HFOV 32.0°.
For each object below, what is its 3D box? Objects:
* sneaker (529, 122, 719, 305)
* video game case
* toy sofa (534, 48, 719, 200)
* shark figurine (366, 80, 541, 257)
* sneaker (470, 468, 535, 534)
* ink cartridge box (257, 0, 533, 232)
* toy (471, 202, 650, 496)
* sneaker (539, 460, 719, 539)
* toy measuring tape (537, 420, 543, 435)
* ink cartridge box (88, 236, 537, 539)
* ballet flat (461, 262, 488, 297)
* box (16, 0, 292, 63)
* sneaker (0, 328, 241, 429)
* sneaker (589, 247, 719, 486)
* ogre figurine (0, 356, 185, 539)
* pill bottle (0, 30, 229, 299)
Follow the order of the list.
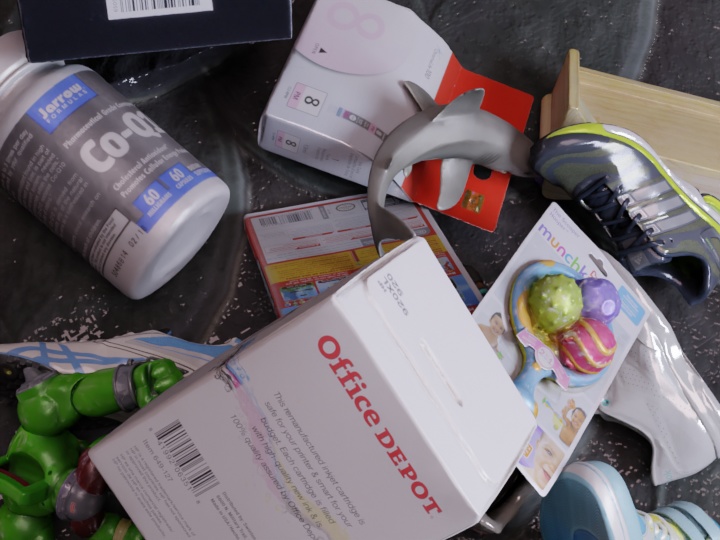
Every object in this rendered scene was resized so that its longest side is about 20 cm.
[{"bbox_3d":[0.215,-0.045,0.981,0.200,0.074,0.081,28,52,-18],"label":"sneaker"},{"bbox_3d":[0.000,0.000,0.933,0.143,0.017,0.200,-10,33,-11],"label":"video game case"},{"bbox_3d":[0.248,-0.102,1.041,0.200,0.098,0.083,13,47,-3],"label":"toy sofa"},{"bbox_3d":[0.058,-0.095,0.930,0.214,0.089,0.128,-33,83,-43],"label":"shark figurine"},{"bbox_3d":[0.132,0.103,0.922,0.075,0.090,0.200,28,89,-15],"label":"sneaker"},{"bbox_3d":[0.037,-0.136,1.012,0.200,0.057,0.163,18,56,3],"label":"ink cartridge box"},{"bbox_3d":[0.141,0.044,0.863,0.115,0.047,0.200,48,52,-10],"label":"toy"},{"bbox_3d":[0.204,0.187,0.901,0.130,0.200,0.080,-33,39,-23],"label":"sneaker"},{"bbox_3d":[0.025,0.089,0.873,0.200,0.074,0.074,-2,73,3],"label":"toy measuring tape"},{"bbox_3d":[-0.023,0.100,0.758,0.200,0.145,0.147,-31,93,26],"label":"ink cartridge box"},{"bbox_3d":[0.015,0.069,0.955,0.068,0.068,0.200,37,76,21],"label":"ballet flat"},{"bbox_3d":[-0.163,-0.256,0.957,0.196,0.118,0.200,-7,34,-10],"label":"box"},{"bbox_3d":[-0.180,0.076,0.932,0.200,0.072,0.073,5,44,-2],"label":"sneaker"},{"bbox_3d":[0.205,0.073,0.982,0.088,0.075,0.200,-33,77,3],"label":"sneaker"},{"bbox_3d":[-0.194,0.146,0.875,0.120,0.200,0.098,17,32,12],"label":"ogre figurine"},{"bbox_3d":[-0.207,-0.082,0.947,0.200,0.114,0.114,40,72,5],"label":"pill bottle"}]
